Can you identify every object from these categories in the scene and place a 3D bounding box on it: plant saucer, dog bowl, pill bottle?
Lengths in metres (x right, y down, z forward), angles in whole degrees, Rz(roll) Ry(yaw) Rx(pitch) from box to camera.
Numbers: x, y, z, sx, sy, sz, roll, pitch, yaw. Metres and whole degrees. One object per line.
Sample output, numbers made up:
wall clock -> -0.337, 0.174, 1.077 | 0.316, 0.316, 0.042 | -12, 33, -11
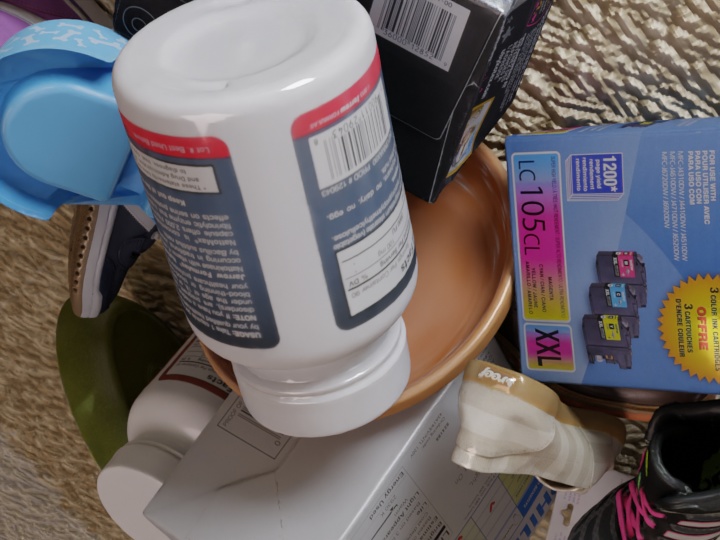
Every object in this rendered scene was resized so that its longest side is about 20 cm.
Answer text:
plant saucer -> 0.000, 0.000, 0.785 | 0.200, 0.200, 0.037 | 11, 156, 28
dog bowl -> -0.116, -0.070, 0.745 | 0.200, 0.050, 0.112 | 17, 128, -18
plant saucer -> -0.151, 0.099, 1.007 | 0.031, 0.200, 0.200 | -26, 113, 13
pill bottle -> -0.036, -0.023, 0.655 | 0.119, 0.120, 0.200 | 11, 131, 29
pill bottle -> -0.084, 0.094, 0.920 | 0.112, 0.200, 0.112 | 21, 137, 20

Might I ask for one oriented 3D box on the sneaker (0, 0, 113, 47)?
sneaker -> -0.173, -0.096, 0.874 | 0.200, 0.114, 0.073 | 38, 139, -3

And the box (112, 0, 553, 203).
box -> -0.008, -0.154, 0.696 | 0.200, 0.115, 0.132 | 29, 137, 9

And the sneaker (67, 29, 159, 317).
sneaker -> -0.111, -0.058, 0.833 | 0.108, 0.070, 0.200 | 10, 107, -21

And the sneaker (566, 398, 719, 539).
sneaker -> 0.173, 0.118, 0.747 | 0.087, 0.074, 0.200 | 28, 134, -27

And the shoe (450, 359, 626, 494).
shoe -> 0.096, 0.093, 0.753 | 0.070, 0.053, 0.200 | 13, 172, 28

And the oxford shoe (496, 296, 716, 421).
oxford shoe -> 0.120, 0.023, 0.807 | 0.200, 0.071, 0.073 | 25, 134, 15

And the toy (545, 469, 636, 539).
toy -> 0.226, 0.174, 0.889 | 0.200, 0.047, 0.115 | 18, 133, 15

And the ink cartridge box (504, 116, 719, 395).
ink cartridge box -> 0.180, -0.009, 0.690 | 0.200, 0.076, 0.137 | 0, 101, 34

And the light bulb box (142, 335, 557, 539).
light bulb box -> 0.008, 0.137, 0.844 | 0.125, 0.198, 0.200 | 25, 160, 35
